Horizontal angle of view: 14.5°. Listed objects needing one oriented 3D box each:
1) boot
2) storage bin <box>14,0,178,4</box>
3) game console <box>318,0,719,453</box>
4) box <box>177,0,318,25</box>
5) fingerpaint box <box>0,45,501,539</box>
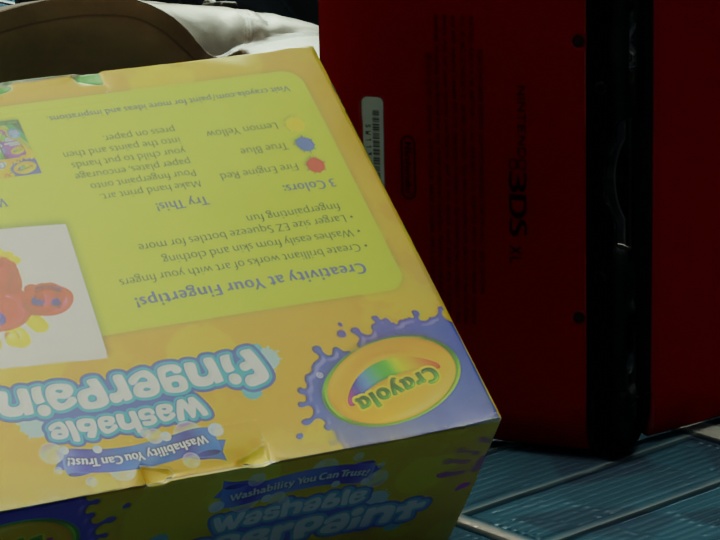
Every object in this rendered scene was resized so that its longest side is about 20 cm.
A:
[{"bbox_3d":[-0.092,-0.080,1.130,0.199,0.071,0.146,10,11,-26],"label":"boot"},{"bbox_3d":[-0.081,-0.148,1.551,0.199,0.136,0.094,-12,19,-34],"label":"storage bin"},{"bbox_3d":[0.084,-0.047,1.034,0.172,0.201,0.119,5,16,23],"label":"game console"},{"bbox_3d":[0.009,-0.183,1.412,0.197,0.200,0.124,-48,32,-18],"label":"box"},{"bbox_3d":[-0.082,0.021,0.901,0.199,0.073,0.167,-10,53,-25],"label":"fingerpaint box"}]
